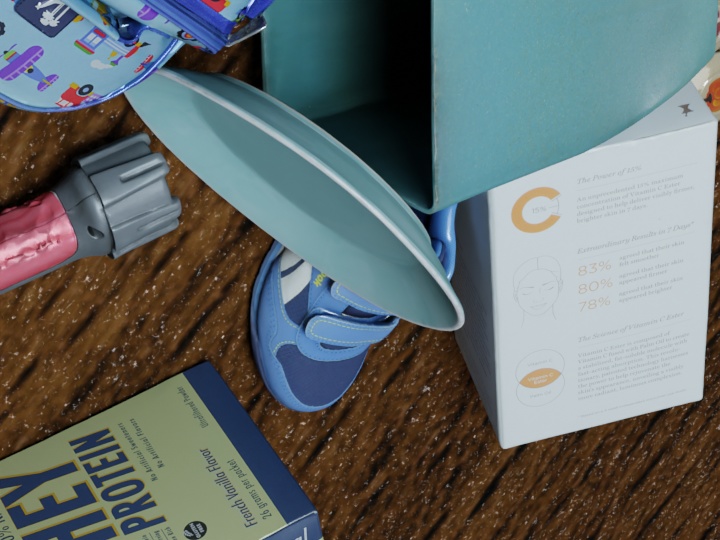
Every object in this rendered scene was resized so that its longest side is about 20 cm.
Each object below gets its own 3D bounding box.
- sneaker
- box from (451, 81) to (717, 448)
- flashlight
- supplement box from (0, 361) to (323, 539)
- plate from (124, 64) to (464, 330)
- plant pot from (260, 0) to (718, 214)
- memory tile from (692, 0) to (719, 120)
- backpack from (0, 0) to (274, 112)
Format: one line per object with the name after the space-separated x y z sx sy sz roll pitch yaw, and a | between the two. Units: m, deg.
0.000 0.000 1.079 0.073 0.082 0.201 -2 124 -35 | sneaker
0.117 -0.018 1.113 0.123 0.098 0.201 -13 132 -8 | box
-0.182 -0.006 0.962 0.199 0.068 0.068 -25 130 -15 | flashlight
-0.122 0.197 1.105 0.199 0.134 0.201 -25 133 -16 | supplement box
-0.028 -0.041 0.955 0.026 0.199 0.200 -54 136 -11 | plate
0.071 -0.136 0.977 0.199 0.141 0.143 -17 118 -32 | plant pot
0.144 -0.131 1.125 0.152 0.017 0.201 -30 134 -12 | memory tile
-0.120 -0.154 0.848 0.200 0.135 0.182 -45 134 7 | backpack
